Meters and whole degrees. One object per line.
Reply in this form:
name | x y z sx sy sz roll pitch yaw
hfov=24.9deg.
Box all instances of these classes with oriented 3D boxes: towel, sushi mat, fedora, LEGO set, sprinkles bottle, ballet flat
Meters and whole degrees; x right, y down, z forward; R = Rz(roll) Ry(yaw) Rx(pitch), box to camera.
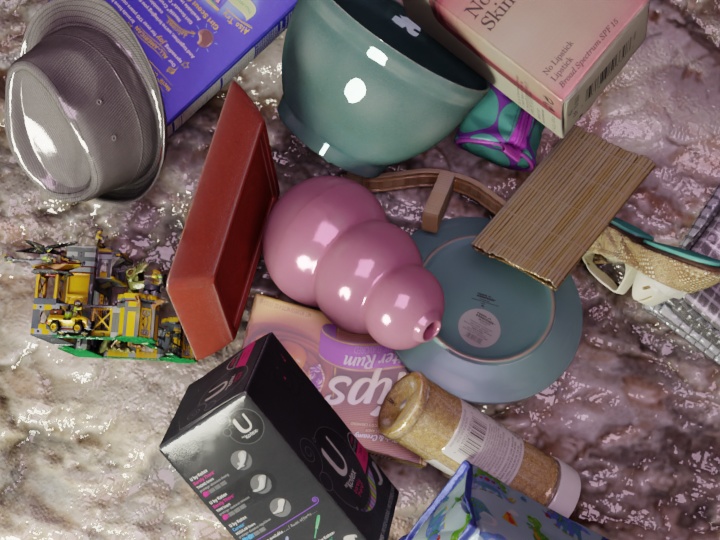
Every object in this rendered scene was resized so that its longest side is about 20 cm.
towel | 0.396 0.020 1.564 0.199 0.086 0.166 37 81 3
sushi mat | 0.194 -0.064 1.546 0.095 0.012 0.200 25 52 24
fedora | -0.269 -0.144 1.508 0.175 0.090 0.202 -1 113 34
LEGO set | -0.222 0.014 1.496 0.152 0.200 0.117 1 79 18
sprinkles bottle | 0.111 0.168 1.503 0.199 0.068 0.069 33 81 -22
ballet flat | 0.264 -0.004 1.525 0.070 0.200 0.066 15 99 -30

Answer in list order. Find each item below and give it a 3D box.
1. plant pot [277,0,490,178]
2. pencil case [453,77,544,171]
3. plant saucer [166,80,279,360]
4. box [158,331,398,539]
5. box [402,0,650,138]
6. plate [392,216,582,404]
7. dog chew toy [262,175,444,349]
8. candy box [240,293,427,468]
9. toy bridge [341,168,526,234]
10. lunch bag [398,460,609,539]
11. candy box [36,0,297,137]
plant pot | 0.004 -0.173 1.535 0.200 0.200 0.135 35 109 3
pencil case | 0.163 -0.198 1.581 0.085 0.092 0.202 25 83 -24
plant saucer | -0.116 -0.037 1.474 0.036 0.200 0.201 13 70 7
box | -0.069 0.179 1.461 0.106 0.122 0.200 -33 106 20
box | 0.149 -0.241 1.492 0.200 0.109 0.128 39 85 13
plate | 0.116 0.031 1.545 0.198 0.026 0.202 4 60 -7
dog chew toy | 0.000 0.000 1.497 0.125 0.125 0.200 -45 57 -7
candy box | -0.019 0.106 1.549 0.198 0.056 0.118 16 81 1
toy bridge | 0.075 -0.067 1.576 0.198 0.027 0.068 15 48 12
lunch bag | 0.112 0.300 1.477 0.169 0.128 0.201 29 113 -12
candy box | -0.183 -0.248 1.581 0.200 0.077 0.169 -43 87 -8
